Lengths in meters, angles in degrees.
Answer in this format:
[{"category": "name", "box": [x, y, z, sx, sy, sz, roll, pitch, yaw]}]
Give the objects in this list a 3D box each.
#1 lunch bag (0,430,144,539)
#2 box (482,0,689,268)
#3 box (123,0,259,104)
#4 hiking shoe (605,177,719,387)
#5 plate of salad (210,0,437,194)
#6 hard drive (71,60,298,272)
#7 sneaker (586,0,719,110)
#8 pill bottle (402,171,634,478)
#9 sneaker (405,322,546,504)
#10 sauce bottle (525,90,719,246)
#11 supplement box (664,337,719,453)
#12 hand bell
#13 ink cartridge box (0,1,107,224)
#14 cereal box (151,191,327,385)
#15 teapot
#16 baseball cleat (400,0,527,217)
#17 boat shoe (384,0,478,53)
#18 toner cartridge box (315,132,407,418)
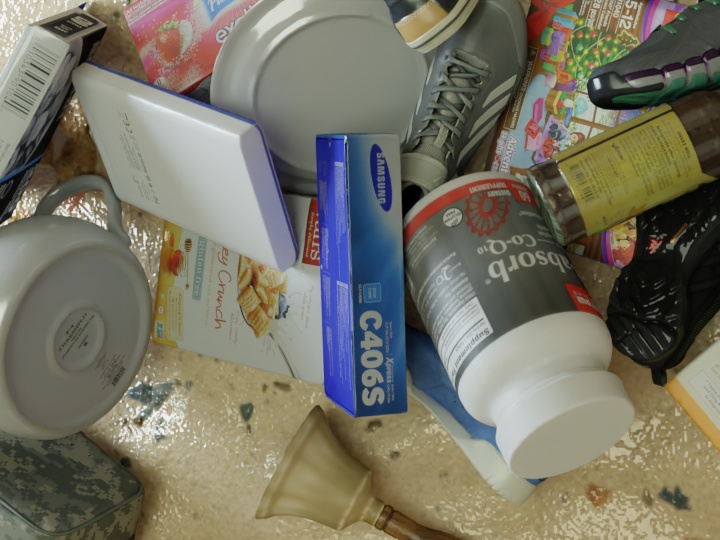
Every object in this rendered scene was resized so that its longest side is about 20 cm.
[{"category": "lunch bag", "box": [-0.300, 0.227, 1.280, 0.199, 0.139, 0.169, 30, 121, 20]}, {"category": "box", "box": [0.176, -0.114, 1.121, 0.136, 0.039, 0.202, 18, 99, 20]}, {"category": "box", "box": [-0.076, -0.209, 1.181, 0.199, 0.100, 0.096, -29, 72, 21]}, {"category": "hiking shoe", "box": [0.238, -0.018, 1.078, 0.075, 0.101, 0.201, 21, 79, 27]}, {"category": "plate of salad", "box": [-0.019, -0.147, 1.144, 0.200, 0.200, 0.048, -42, 36, 18]}, {"category": "hard drive", "box": [-0.140, -0.084, 1.163, 0.199, 0.025, 0.133, 23, 142, 37]}, {"category": "sneaker", "box": [0.243, -0.172, 1.042, 0.198, 0.074, 0.088, -15, 86, -15]}, {"category": "pill bottle", "box": [0.108, 0.038, 1.040, 0.116, 0.116, 0.201, -38, 55, 19]}, {"category": "sneaker", "box": [0.093, 0.072, 1.145, 0.111, 0.077, 0.200, -47, 67, 9]}, {"category": "sauce bottle", "box": [0.216, -0.083, 1.015, 0.199, 0.065, 0.065, -24, 83, 3]}, {"category": "supplement box", "box": [0.334, 0.064, 1.045, 0.200, 0.073, 0.126, -42, 77, 18]}, {"category": "hand bell", "box": [0.025, 0.203, 1.180, 0.199, 0.104, 0.105, 30, 103, 7]}, {"category": "ink cartridge box", "box": [-0.281, -0.125, 1.235, 0.043, 0.200, 0.199, 30, 105, -6]}, {"category": "cereal box", "box": [-0.085, 0.005, 1.203, 0.199, 0.039, 0.145, 9, 95, 39]}, {"category": "teapot", "box": [-0.280, 0.034, 1.233, 0.145, 0.199, 0.199, 19, 114, 36]}, {"category": "baseball cleat", "box": [0.069, -0.110, 1.098, 0.069, 0.107, 0.201, 22, 123, 5]}, {"category": "boat shoe", "box": [0.068, -0.240, 1.086, 0.062, 0.201, 0.074, 44, 137, -17]}, {"category": "toner cartridge box", "box": [0.000, 0.000, 1.084, 0.043, 0.095, 0.202, -4, 97, -16]}]
